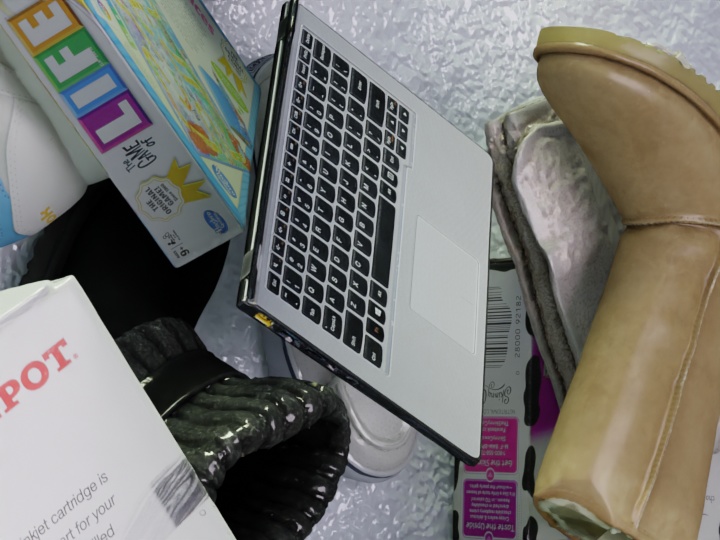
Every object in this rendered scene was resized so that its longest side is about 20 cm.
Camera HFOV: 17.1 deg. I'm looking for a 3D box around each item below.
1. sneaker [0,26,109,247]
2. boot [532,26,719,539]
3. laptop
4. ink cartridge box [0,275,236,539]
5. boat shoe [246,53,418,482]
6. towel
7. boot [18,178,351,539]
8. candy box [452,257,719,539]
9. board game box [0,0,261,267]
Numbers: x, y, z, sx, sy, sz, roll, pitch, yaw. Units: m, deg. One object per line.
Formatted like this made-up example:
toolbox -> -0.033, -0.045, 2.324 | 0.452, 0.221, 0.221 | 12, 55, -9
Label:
sneaker -> -0.181, -0.098, 0.940 | 0.081, 0.076, 0.201 | -37, 102, -7
boot -> 0.118, 0.014, 1.068 | 0.175, 0.066, 0.201 | 31, 71, -33
laptop -> 0.016, -0.064, 0.954 | 0.200, 0.116, 0.188 | 36, 37, -26
ink cartridge box -> -0.115, 0.124, 0.803 | 0.145, 0.084, 0.201 | -39, 106, -31
boat shoe -> 0.003, -0.002, 1.079 | 0.074, 0.086, 0.204 | -15, 97, -38
towel -> 0.135, 0.001, 1.143 | 0.132, 0.034, 0.201 | -27, 103, -35
boot -> -0.067, 0.036, 0.964 | 0.080, 0.157, 0.212 | 56, 50, -39
candy box -> 0.113, 0.098, 1.180 | 0.136, 0.061, 0.202 | 5, 83, -38
board game box -> -0.109, -0.115, 0.948 | 0.201, 0.034, 0.135 | 56, 17, -23
